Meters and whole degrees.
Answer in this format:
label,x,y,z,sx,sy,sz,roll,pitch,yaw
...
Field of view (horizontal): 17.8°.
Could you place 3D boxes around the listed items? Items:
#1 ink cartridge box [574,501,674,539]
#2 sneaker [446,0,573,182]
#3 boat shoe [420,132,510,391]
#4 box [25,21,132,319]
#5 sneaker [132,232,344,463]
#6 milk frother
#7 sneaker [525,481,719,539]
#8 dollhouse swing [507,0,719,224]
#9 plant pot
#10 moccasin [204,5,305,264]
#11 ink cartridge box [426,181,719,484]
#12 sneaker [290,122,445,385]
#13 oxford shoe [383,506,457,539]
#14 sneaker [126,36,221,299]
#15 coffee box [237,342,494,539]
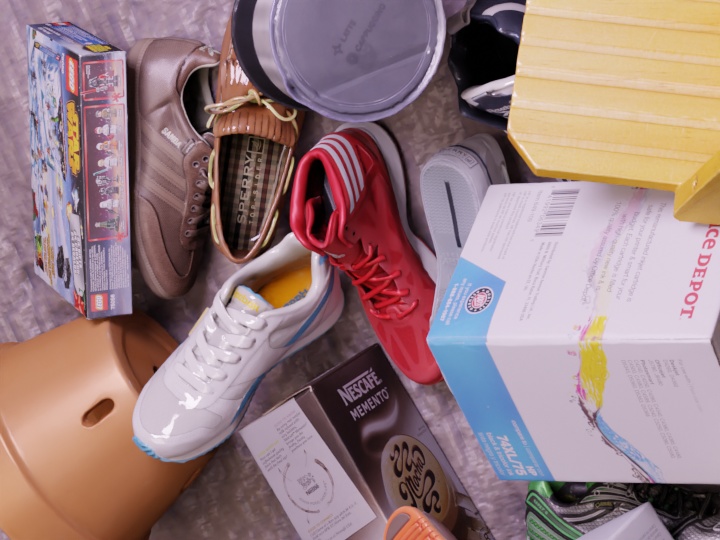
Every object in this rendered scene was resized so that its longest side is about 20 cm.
label,x,y,z,sx,sy,sz,roll,pitch,yaw
ink cartridge box,0.186,0.280,1.516,0.083,0.145,0.201,-34,89,41
sneaker,0.121,-0.103,1.530,0.079,0.129,0.200,-25,92,34
boat shoe,0.092,0.001,1.618,0.073,0.067,0.202,15,123,34
box,-0.213,-0.078,1.739,0.137,0.040,0.202,-147,54,-61
sneaker,-0.095,0.052,1.663,0.076,0.200,0.081,34,159,24
milk frother,-0.038,-0.209,1.528,0.199,0.188,0.181,30,89,-13
sneaker,0.199,0.172,1.604,0.199,0.078,0.086,-6,102,32
dollhouse swing,0.197,-0.149,1.395,0.174,0.182,0.202,12,74,-6
plant pot,-0.201,0.120,1.763,0.140,0.200,0.201,-35,87,15
moccasin,-0.078,-0.106,1.660,0.073,0.078,0.203,13,103,-5
ink cartridge box,0.175,0.040,1.506,0.198,0.147,0.147,-1,135,30
sneaker,0.000,0.000,1.640,0.078,0.115,0.201,-21,94,33
oxford shoe,0.088,0.245,1.590,0.201,0.073,0.071,55,127,21
sneaker,-0.132,-0.074,1.721,0.075,0.070,0.202,3,108,23
coffee box,0.012,0.169,1.689,0.080,0.113,0.201,-32,89,32
